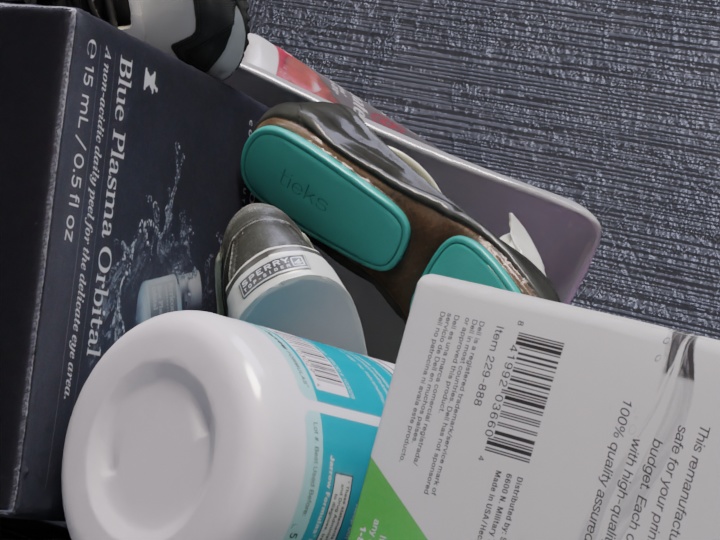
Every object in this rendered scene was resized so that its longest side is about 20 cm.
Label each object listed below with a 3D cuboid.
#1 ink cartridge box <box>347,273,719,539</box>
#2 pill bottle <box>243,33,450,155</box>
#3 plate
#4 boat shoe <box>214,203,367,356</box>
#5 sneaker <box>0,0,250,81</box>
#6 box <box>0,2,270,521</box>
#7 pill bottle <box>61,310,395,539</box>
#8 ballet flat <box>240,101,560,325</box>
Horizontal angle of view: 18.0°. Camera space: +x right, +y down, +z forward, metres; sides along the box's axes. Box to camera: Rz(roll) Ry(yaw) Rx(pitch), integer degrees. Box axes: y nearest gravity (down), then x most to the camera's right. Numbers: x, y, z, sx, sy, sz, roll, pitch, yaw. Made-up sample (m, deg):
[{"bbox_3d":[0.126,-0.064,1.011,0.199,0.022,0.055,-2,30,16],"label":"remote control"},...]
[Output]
[{"bbox_3d":[0.099,0.095,0.786,0.199,0.147,0.084,14,-4,41],"label":"ink cartridge box"},{"bbox_3d":[-0.006,-0.029,1.197,0.199,0.111,0.111,31,-8,-19],"label":"pill bottle"},{"bbox_3d":[0.000,0.000,1.104,0.199,0.032,0.200,23,-46,4],"label":"plate"},{"bbox_3d":[-0.021,0.058,1.000,0.070,0.201,0.064,-16,41,-9],"label":"boat shoe"},{"bbox_3d":[-0.117,-0.114,1.032,0.080,0.074,0.200,-6,-2,-32],"label":"sneaker"},{"bbox_3d":[-0.134,0.004,0.959,0.117,0.198,0.200,4,-6,21],"label":"box"},{"bbox_3d":[-0.013,0.087,0.896,0.110,0.112,0.199,13,-4,43],"label":"pill bottle"},{"bbox_3d":[0.036,-0.008,0.985,0.200,0.068,0.068,45,37,16],"label":"ballet flat"}]
